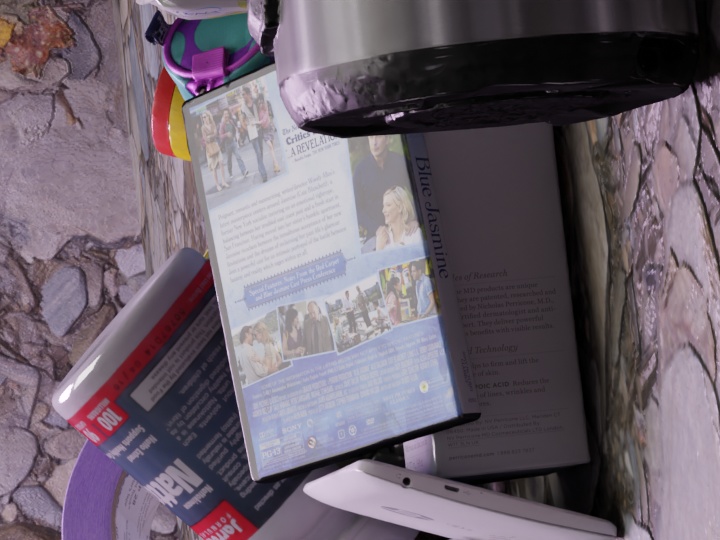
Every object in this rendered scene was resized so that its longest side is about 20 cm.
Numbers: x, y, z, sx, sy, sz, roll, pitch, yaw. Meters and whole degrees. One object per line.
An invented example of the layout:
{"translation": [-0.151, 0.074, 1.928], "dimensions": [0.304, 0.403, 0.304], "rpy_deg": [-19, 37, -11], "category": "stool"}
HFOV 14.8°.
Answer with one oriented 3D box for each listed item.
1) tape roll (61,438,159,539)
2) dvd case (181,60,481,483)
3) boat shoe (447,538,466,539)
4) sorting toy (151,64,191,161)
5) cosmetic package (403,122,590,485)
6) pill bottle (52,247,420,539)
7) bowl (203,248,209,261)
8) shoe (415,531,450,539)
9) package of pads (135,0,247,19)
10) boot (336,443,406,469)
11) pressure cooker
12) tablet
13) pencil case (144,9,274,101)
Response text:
{"translation": [-0.074, 0.152, 1.655], "dimensions": [0.066, 0.199, 0.201], "rpy_deg": [55, -156, -65], "category": "tape roll"}
{"translation": [-0.017, -0.008, 1.354], "dimensions": [0.142, 0.018, 0.201], "rpy_deg": [-20, 77, 40], "category": "dvd case"}
{"translation": [0.036, 0.194, 1.365], "dimensions": [0.200, 0.071, 0.070], "rpy_deg": [-73, -23, -49], "category": "boat shoe"}
{"translation": [-0.063, -0.156, 1.692], "dimensions": [0.199, 0.069, 0.201], "rpy_deg": [-36, -44, -66], "category": "sorting toy"}
{"translation": [0.057, 0.005, 1.384], "dimensions": [0.113, 0.081, 0.201], "rpy_deg": [128, 135, -79], "category": "cosmetic package"}
{"translation": [-0.061, 0.094, 1.539], "dimensions": [0.200, 0.120, 0.120], "rpy_deg": [41, 171, -5], "category": "pill bottle"}
{"translation": [-0.021, -0.007, 1.706], "dimensions": [0.201, 0.094, 0.201], "rpy_deg": [-52, -8, -11], "category": "bowl"}
{"translation": [0.054, 0.175, 1.545], "dimensions": [0.200, 0.070, 0.054], "rpy_deg": [-106, 12, -81], "category": "shoe"}
{"translation": [-0.018, -0.206, 1.358], "dimensions": [0.068, 0.199, 0.155], "rpy_deg": [-158, 63, -74], "category": "package of pads"}
{"translation": [0.000, 0.000, 1.489], "dimensions": [0.138, 0.077, 0.201], "rpy_deg": [-58, -44, -50], "category": "boot"}
{"translation": [0.044, -0.159, 1.113], "dimensions": [0.176, 0.178, 0.201], "rpy_deg": [-7, 88, 50], "category": "pressure cooker"}
{"translation": [0.045, 0.121, 1.391], "dimensions": [0.200, 0.130, 0.014], "rpy_deg": [138, 147, -78], "category": "tablet"}
{"translation": [-0.043, -0.063, 1.527], "dimensions": [0.093, 0.085, 0.200], "rpy_deg": [-56, -43, -35], "category": "pencil case"}
